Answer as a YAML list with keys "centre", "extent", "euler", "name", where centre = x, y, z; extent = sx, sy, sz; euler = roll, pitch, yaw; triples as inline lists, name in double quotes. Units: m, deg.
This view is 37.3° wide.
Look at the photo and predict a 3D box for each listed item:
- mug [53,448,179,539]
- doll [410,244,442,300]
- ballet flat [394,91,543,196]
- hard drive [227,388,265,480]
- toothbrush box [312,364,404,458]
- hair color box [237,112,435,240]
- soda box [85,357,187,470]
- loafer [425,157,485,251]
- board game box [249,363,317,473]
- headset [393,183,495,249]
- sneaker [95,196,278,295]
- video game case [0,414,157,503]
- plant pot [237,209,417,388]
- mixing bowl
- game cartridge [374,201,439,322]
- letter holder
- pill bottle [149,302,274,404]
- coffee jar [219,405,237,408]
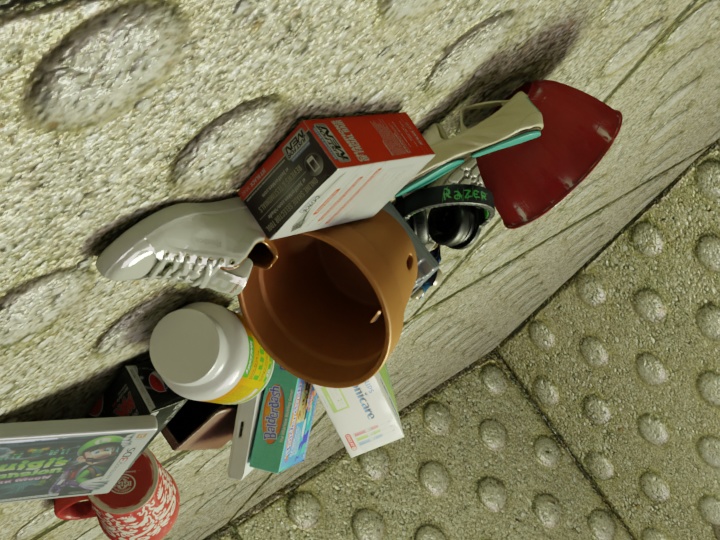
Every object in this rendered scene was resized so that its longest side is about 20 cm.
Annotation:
- centre: [-0.360, 0.343, 1.591]
  extent: [0.177, 0.134, 0.200]
  euler: [-34, 164, -18]
  name: "mug"
- centre: [0.099, -0.020, 1.604]
  extent: [0.200, 0.048, 0.138]
  euler: [78, 24, -68]
  name: "doll"
- centre: [0.115, -0.152, 1.248]
  extent: [0.198, 0.070, 0.069]
  euler: [-23, 170, 13]
  name: "ballet flat"
- centre: [-0.137, 0.200, 1.481]
  extent: [0.200, 0.026, 0.134]
  euler: [-24, 124, -81]
  name: "hard drive"
- centre: [-0.014, 0.134, 1.496]
  extent: [0.085, 0.201, 0.147]
  euler: [-22, 124, 4]
  name: "toothbrush box"
- centre: [-0.020, -0.100, 1.084]
  extent: [0.111, 0.064, 0.199]
  euler: [-43, 168, 30]
  name: "hair color box"
- centre: [-0.293, 0.187, 1.335]
  extent: [0.063, 0.071, 0.200]
  euler: [-17, 157, -46]
  name: "soda box"
- centre: [0.109, -0.096, 1.468]
  extent: [0.200, 0.070, 0.070]
  euler: [-46, -152, 5]
  name: "loafer"
- centre: [-0.099, 0.194, 1.487]
  extent: [0.200, 0.044, 0.154]
  euler: [41, 60, -81]
  name: "board game box"
- centre: [0.088, -0.074, 1.347]
  extent: [0.122, 0.095, 0.200]
  euler: [1, 161, -23]
  name: "headset"
- centre: [-0.149, -0.014, 0.991]
  extent: [0.199, 0.085, 0.073]
  euler: [-20, 161, -48]
  name: "sneaker"
- centre: [-0.359, 0.224, 1.246]
  extent: [0.198, 0.024, 0.182]
  euler: [2, 145, -35]
  name: "video game case"
- centre: [-0.024, 0.013, 1.220]
  extent: [0.200, 0.200, 0.140]
  euler: [-47, 178, 41]
  name: "plant pot"
- centre: [0.215, -0.162, 1.324]
  extent: [0.200, 0.108, 0.200]
  euler: [-44, -168, 12]
  name: "mixing bowl"
- centre: [0.000, 0.000, 1.326]
  extent: [0.040, 0.134, 0.200]
  euler: [-33, 171, -49]
  name: "game cartridge"
- centre: [-0.196, 0.161, 1.454]
  extent: [0.142, 0.101, 0.200]
  euler: [-39, 167, 2]
  name: "letter holder"
- centre: [-0.175, 0.098, 1.251]
  extent: [0.111, 0.112, 0.200]
  euler: [-37, 167, 2]
  name: "pill bottle"
- centre: [-0.169, 0.181, 1.623]
  extent: [0.199, 0.086, 0.104]
  euler: [-33, 167, -14]
  name: "coffee jar"
